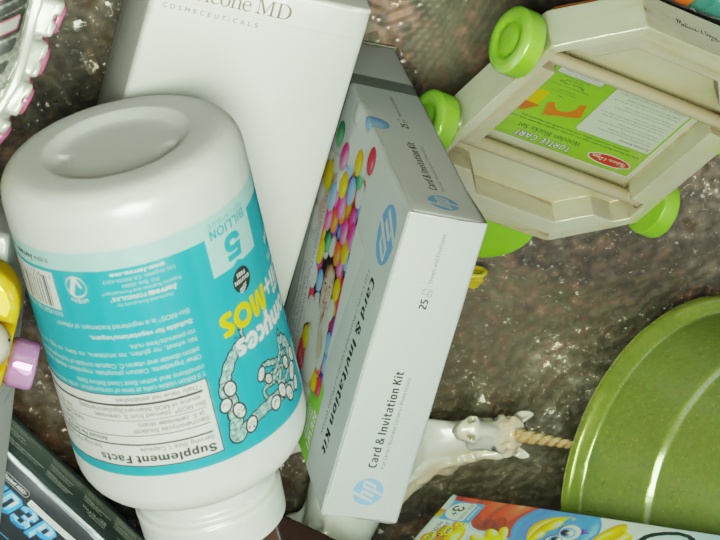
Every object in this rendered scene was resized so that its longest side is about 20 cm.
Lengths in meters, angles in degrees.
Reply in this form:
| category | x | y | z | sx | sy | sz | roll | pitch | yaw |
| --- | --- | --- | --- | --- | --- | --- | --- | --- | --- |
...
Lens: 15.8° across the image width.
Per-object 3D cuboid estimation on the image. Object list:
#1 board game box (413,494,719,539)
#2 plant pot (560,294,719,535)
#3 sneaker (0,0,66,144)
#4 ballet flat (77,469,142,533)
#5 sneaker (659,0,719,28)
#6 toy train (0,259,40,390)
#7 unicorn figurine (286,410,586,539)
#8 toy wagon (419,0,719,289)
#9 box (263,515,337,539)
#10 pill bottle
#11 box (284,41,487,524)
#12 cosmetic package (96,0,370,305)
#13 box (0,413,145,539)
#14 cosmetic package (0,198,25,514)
| category | x | y | z | sx | sy | sz | roll | pitch | yaw |
| --- | --- | --- | --- | --- | --- | --- | --- | --- | --- |
| board game box | 0.112 | 0.189 | 1.254 | 0.105 | 0.199 | 0.103 | -45 | 127 | -39 |
| plant pot | 0.235 | 0.127 | 1.302 | 0.199 | 0.190 | 0.201 | -10 | 106 | -37 |
| sneaker | -0.179 | -0.135 | 1.190 | 0.087 | 0.074 | 0.201 | 21 | 106 | -21 |
| ballet flat | -0.124 | 0.147 | 1.340 | 0.066 | 0.057 | 0.201 | 4 | 107 | -10 |
| sneaker | 0.142 | -0.148 | 1.250 | 0.199 | 0.071 | 0.080 | -3 | 113 | -12 |
| toy train | -0.222 | 0.017 | 1.135 | 0.149 | 0.056 | 0.201 | -11 | 109 | 0 |
| unicorn figurine | -0.002 | 0.108 | 1.359 | 0.137 | 0.074 | 0.200 | 21 | 125 | -31 |
| toy wagon | 0.097 | -0.060 | 1.278 | 0.155 | 0.040 | 0.200 | 18 | 138 | -31 |
| box | -0.017 | 0.202 | 1.349 | 0.100 | 0.075 | 0.200 | -34 | 144 | 19 |
| pill bottle | -0.087 | 0.030 | 1.176 | 0.110 | 0.111 | 0.201 | -15 | 118 | -4 |
| box | 0.000 | 0.000 | 1.222 | 0.041 | 0.200 | 0.157 | 8 | 116 | -17 |
| cosmetic package | -0.074 | -0.059 | 1.243 | 0.107 | 0.085 | 0.201 | 10 | 115 | -13 |
| box | -0.224 | 0.135 | 1.299 | 0.200 | 0.046 | 0.159 | 43 | 103 | -8 |
| cosmetic package | -0.217 | 0.064 | 1.220 | 0.101 | 0.071 | 0.201 | 8 | 104 | 1 |
